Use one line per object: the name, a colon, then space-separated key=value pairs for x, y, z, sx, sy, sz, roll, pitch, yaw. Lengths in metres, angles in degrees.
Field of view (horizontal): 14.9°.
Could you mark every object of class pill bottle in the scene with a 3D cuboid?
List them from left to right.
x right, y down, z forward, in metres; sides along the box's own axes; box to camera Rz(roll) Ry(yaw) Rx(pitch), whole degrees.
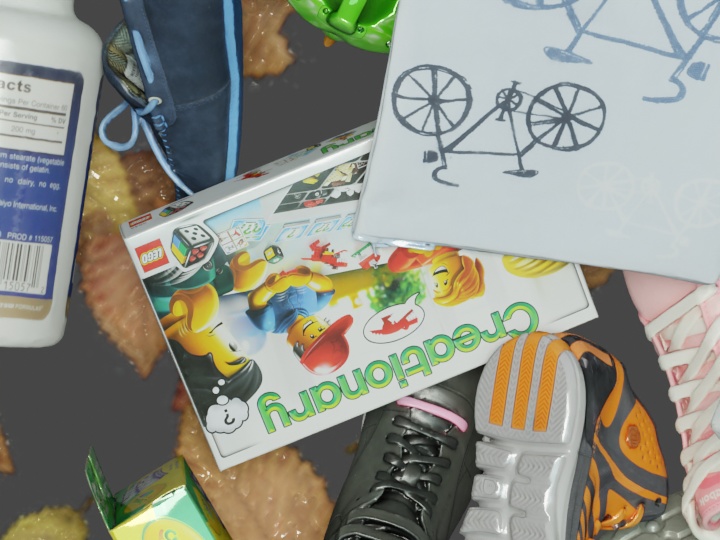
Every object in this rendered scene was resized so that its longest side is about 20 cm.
pill bottle: x=-0.182 y=-0.069 z=1.311 sx=0.111 sy=0.111 sz=0.201 roll=9 pitch=93 yaw=-5

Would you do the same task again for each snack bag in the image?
snack bag: x=0.103 y=-0.088 z=1.257 sx=0.188 sy=0.021 sz=0.200 roll=7 pitch=117 yaw=-8

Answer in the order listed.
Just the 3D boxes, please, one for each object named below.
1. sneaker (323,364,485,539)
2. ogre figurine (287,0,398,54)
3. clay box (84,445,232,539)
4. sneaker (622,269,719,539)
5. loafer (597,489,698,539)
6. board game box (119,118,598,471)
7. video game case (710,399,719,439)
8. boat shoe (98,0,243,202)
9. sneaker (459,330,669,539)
sneaker: x=0.024 y=0.112 z=1.343 sx=0.071 sy=0.099 sz=0.200 roll=22 pitch=90 yaw=-3
ogre figurine: x=0.010 y=-0.165 z=1.325 sx=0.200 sy=0.098 sz=0.120 roll=30 pitch=82 yaw=-23
clay box: x=-0.068 y=0.168 z=1.332 sx=0.048 sy=0.115 sz=0.200 roll=-29 pitch=96 yaw=-2
sneaker: x=0.181 y=0.063 z=1.333 sx=0.105 sy=0.075 sz=0.200 roll=-32 pitch=84 yaw=-46
loafer: x=0.136 y=0.172 z=1.378 sx=0.200 sy=0.070 sz=0.070 roll=-27 pitch=136 yaw=-9
board game box: x=0.000 y=0.000 z=1.314 sx=0.200 sy=0.035 sz=0.127 roll=-23 pitch=107 yaw=-2
video game case: x=0.254 y=0.061 z=1.310 sx=0.200 sy=0.023 sz=0.182 roll=49 pitch=56 yaw=-33
boat shoe: x=-0.090 y=-0.107 z=1.300 sx=0.068 sy=0.084 sz=0.200 roll=-1 pitch=132 yaw=0
sneaker: x=0.099 y=0.133 z=1.321 sx=0.077 sy=0.112 sz=0.201 roll=13 pitch=89 yaw=38
